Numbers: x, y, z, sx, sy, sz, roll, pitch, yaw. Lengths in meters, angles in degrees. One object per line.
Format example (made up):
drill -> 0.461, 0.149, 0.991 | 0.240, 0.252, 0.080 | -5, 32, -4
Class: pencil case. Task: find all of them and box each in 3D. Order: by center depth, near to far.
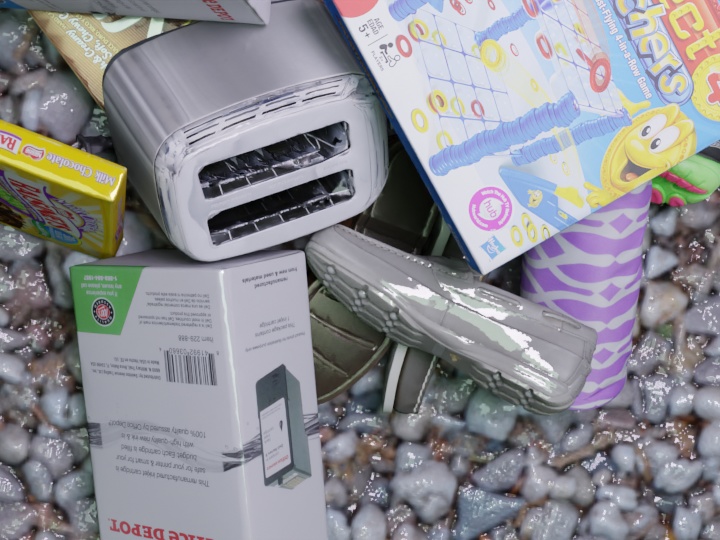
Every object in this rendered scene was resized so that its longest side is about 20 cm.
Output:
pencil case -> 0.152, -0.004, 0.842 | 0.084, 0.085, 0.201 | 22, 126, 28

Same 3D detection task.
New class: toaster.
toaster -> -0.075, -0.088, 0.791 | 0.199, 0.129, 0.114 | -19, 131, -17

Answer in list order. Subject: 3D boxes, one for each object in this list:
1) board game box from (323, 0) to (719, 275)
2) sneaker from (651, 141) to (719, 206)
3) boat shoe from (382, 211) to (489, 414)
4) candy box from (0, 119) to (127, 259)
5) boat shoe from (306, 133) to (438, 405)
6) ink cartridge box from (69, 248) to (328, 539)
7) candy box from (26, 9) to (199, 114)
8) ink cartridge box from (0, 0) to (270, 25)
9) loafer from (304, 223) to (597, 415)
board game box -> 0.105, -0.132, 0.722 | 0.195, 0.056, 0.201 | -30, 97, 0
sneaker -> 0.167, -0.120, 0.876 | 0.199, 0.077, 0.084 | 31, 64, -5
boat shoe -> 0.067, 0.010, 0.872 | 0.060, 0.072, 0.203 | 19, 91, -2
candy box -> -0.198, -0.048, 0.778 | 0.102, 0.200, 0.027 | 18, 77, -7
boat shoe -> 0.000, 0.000, 0.869 | 0.072, 0.068, 0.201 | 30, 91, -15
ink cartridge box -> -0.107, 0.090, 0.827 | 0.145, 0.084, 0.201 | 2, 100, 37
candy box -> -0.179, -0.213, 0.831 | 0.115, 0.055, 0.200 | -37, 99, 1
ink cartridge box -> -0.157, -0.199, 0.717 | 0.199, 0.146, 0.086 | 3, 91, 4
loafer -> 0.059, 0.020, 0.808 | 0.199, 0.070, 0.070 | 30, 70, 0
